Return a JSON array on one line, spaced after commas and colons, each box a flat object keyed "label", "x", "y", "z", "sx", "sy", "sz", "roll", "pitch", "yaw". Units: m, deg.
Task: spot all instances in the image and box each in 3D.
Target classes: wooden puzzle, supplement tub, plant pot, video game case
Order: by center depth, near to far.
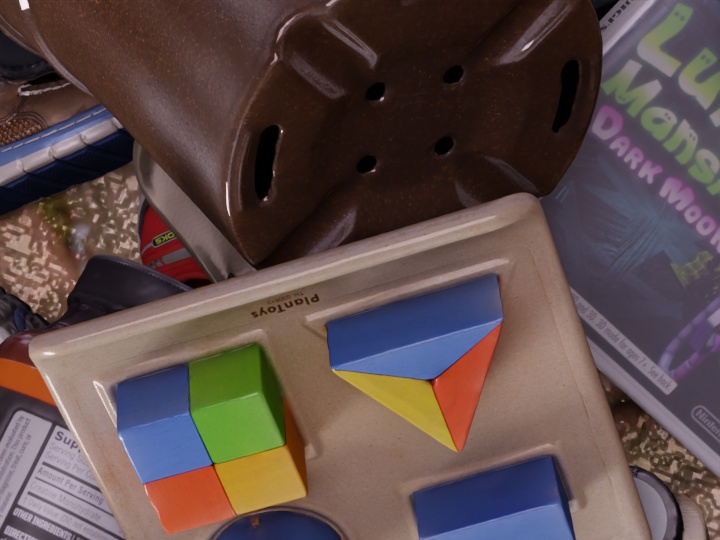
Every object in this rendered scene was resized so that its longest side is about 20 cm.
[{"label": "wooden puzzle", "x": 0.000, "y": 0.073, "z": 0.954, "sx": 0.185, "sy": 0.200, "sz": 0.046, "roll": -17, "pitch": 42, "yaw": 7}, {"label": "plant pot", "x": -0.023, "y": -0.104, "z": 0.971, "sx": 0.200, "sy": 0.200, "sz": 0.198, "roll": -41, "pitch": 49, "yaw": 3}, {"label": "supplement tub", "x": -0.117, "y": 0.097, "z": 1.034, "sx": 0.107, "sy": 0.107, "sz": 0.200, "roll": 23, "pitch": 76, "yaw": 9}, {"label": "video game case", "x": 0.155, "y": -0.028, "z": 1.035, "sx": 0.182, "sy": 0.023, "sz": 0.200, "roll": -46, "pitch": 116, "yaw": 5}]

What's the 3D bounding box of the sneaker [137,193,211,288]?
[{"label": "sneaker", "x": 0.000, "y": 0.000, "z": 1.121, "sx": 0.200, "sy": 0.077, "sz": 0.085, "roll": 9, "pitch": 92, "yaw": 19}]

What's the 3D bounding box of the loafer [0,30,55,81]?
[{"label": "loafer", "x": -0.081, "y": -0.146, "z": 1.085, "sx": 0.200, "sy": 0.063, "sz": 0.072, "roll": -37, "pitch": 112, "yaw": -6}]

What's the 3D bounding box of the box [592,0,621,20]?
[{"label": "box", "x": 0.132, "y": -0.197, "z": 1.063, "sx": 0.200, "sy": 0.107, "sz": 0.148, "roll": -24, "pitch": 90, "yaw": -8}]

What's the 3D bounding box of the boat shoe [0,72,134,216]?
[{"label": "boat shoe", "x": -0.161, "y": -0.064, "z": 1.142, "sx": 0.200, "sy": 0.072, "sz": 0.072, "roll": -24, "pitch": 81, "yaw": 6}]

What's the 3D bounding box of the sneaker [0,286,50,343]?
[{"label": "sneaker", "x": -0.144, "y": 0.085, "z": 1.131, "sx": 0.087, "sy": 0.075, "sz": 0.200, "roll": -36, "pitch": 81, "yaw": 9}]

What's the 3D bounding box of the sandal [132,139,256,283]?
[{"label": "sandal", "x": -0.020, "y": 0.002, "z": 1.061, "sx": 0.200, "sy": 0.054, "sz": 0.080, "roll": 42, "pitch": 106, "yaw": 12}]

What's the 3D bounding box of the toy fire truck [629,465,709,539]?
[{"label": "toy fire truck", "x": 0.059, "y": 0.191, "z": 1.080, "sx": 0.176, "sy": 0.129, "sz": 0.200, "roll": -4, "pitch": 75, "yaw": 8}]
